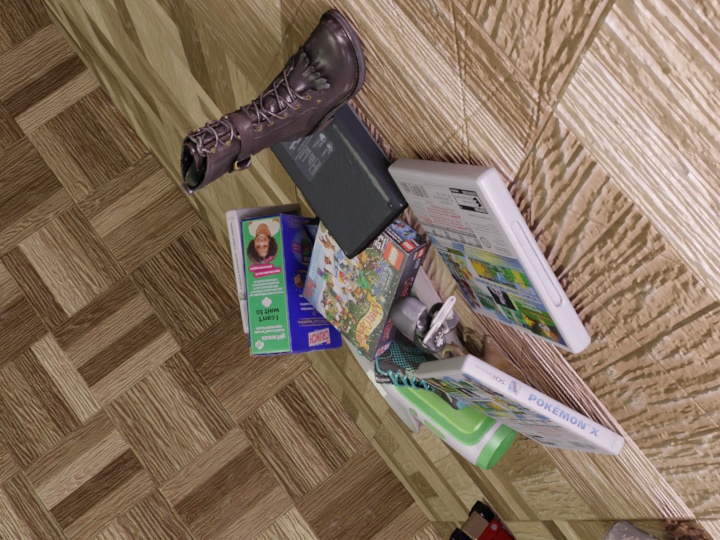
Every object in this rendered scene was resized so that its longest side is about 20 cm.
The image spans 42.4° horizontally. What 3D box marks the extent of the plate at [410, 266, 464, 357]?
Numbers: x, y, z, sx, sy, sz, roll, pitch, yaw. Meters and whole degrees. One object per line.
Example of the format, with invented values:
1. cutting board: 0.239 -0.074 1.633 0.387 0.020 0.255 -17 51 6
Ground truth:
1. plate: 0.061 0.025 1.242 0.201 0.032 0.199 59 169 -25

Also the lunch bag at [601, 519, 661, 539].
1. lunch bag: 0.320 0.366 0.922 0.167 0.140 0.201 18 149 43

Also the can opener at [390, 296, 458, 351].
1. can opener: 0.068 0.052 0.997 0.066 0.054 0.200 33 175 5

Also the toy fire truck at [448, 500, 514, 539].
1. toy fire truck: 0.277 0.597 1.911 0.199 0.129 0.176 38 165 16

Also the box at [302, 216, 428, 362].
1. box: 0.000 0.000 1.144 0.136 0.038 0.201 43 141 24

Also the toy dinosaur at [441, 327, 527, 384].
1. toy dinosaur: 0.152 0.105 1.094 0.101 0.058 0.201 25 155 36

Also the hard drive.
1. hard drive: -0.034 -0.124 1.033 0.201 0.033 0.140 55 146 6

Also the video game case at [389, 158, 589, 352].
1. video game case: 0.114 -0.020 0.863 0.183 0.022 0.200 57 168 -19

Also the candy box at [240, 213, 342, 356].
1. candy box: -0.102 0.024 1.402 0.169 0.076 0.203 5 -102 -66

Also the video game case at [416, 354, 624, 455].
1. video game case: 0.162 0.144 0.998 0.181 0.022 0.200 29 169 -5

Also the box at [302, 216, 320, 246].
1. box: -0.022 -0.020 1.291 0.122 0.032 0.200 59 168 -12

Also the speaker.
1. speaker: 0.118 0.182 1.276 0.199 0.089 0.089 37 164 23

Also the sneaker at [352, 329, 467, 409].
1. sneaker: 0.063 0.127 1.220 0.200 0.091 0.078 43 167 42

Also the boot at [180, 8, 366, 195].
1. boot: -0.091 -0.151 0.893 0.069 0.173 0.200 52 149 10

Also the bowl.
1. bowl: 0.062 0.145 1.444 0.202 0.090 0.201 52 170 13

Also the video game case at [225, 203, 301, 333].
1. video game case: -0.137 -0.009 1.452 0.200 0.023 0.184 -15 -84 -64
